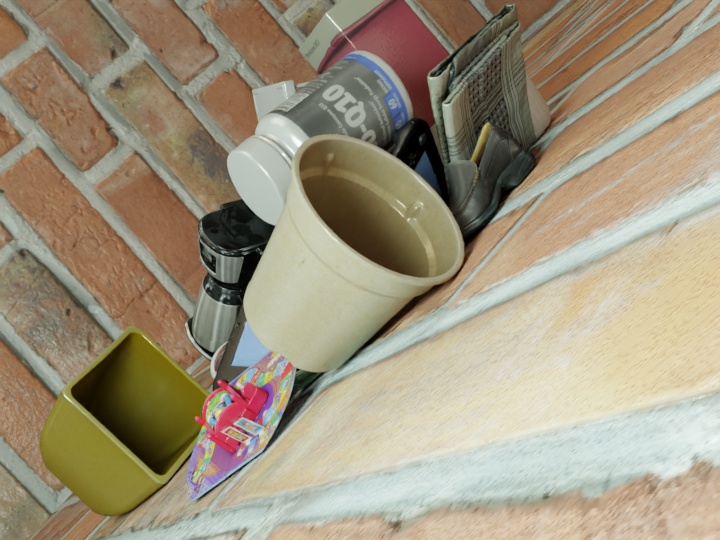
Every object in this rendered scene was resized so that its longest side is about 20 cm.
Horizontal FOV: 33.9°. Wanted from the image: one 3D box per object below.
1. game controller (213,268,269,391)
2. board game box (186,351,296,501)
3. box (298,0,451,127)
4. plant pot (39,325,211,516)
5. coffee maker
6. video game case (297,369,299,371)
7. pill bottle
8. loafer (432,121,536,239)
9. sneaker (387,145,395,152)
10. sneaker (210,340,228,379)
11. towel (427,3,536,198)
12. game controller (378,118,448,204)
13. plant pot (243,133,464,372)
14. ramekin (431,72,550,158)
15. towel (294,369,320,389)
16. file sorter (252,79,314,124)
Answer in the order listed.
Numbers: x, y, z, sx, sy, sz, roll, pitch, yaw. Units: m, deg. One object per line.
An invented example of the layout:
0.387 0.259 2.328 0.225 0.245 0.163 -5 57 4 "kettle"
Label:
-0.111 0.071 1.427 0.103 0.042 0.202 -7 56 43 "game controller"
-0.144 0.152 1.284 0.199 0.039 0.159 -38 28 37 "board game box"
0.033 -0.270 1.567 0.109 0.200 0.128 -44 4 -23 "box"
-0.360 0.247 1.753 0.200 0.194 0.196 -47 2 35 "plant pot"
-0.149 0.004 1.643 0.192 0.134 0.202 -41 -28 -47 "coffee maker"
-0.110 0.131 1.596 0.200 0.026 0.181 -43 5 10 "video game case"
-0.045 -0.145 1.304 0.200 0.114 0.114 -41 4 -25 "pill bottle"
0.119 -0.089 1.315 0.073 0.072 0.200 -36 10 48 "loafer"
0.001 -0.062 1.401 0.074 0.079 0.203 17 -90 -80 "sneaker"
-0.108 0.084 1.516 0.201 0.076 0.115 -50 15 -2 "sneaker"
0.152 -0.187 1.397 0.034 0.202 0.193 14 44 35 "towel"
0.064 -0.087 1.356 0.200 0.042 0.106 60 -133 -59 "game controller"
-0.025 -0.003 1.214 0.184 0.200 0.201 -52 -1 33 "plant pot"
0.163 -0.186 1.590 0.200 0.105 0.200 -43 4 4 "ramekin"
-0.006 0.056 1.399 0.152 0.023 0.200 -41 5 24 "towel"
-0.041 -0.141 1.480 0.123 0.203 0.138 -14 9 -19 "file sorter"
